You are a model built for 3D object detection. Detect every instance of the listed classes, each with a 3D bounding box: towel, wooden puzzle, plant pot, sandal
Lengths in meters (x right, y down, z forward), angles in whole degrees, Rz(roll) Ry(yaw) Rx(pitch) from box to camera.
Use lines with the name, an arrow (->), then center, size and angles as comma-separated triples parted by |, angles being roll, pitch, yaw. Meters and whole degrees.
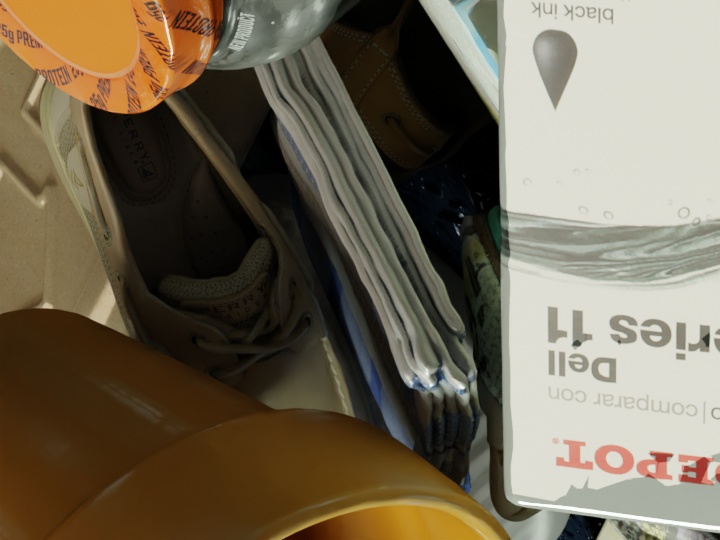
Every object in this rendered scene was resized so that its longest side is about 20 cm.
towel -> 0.000, 0.000, 0.900 | 0.200, 0.024, 0.147 | 84, 162, -73
wooden puzzle -> -0.129, -0.058, 1.064 | 0.200, 0.046, 0.186 | 41, 117, 28
plant pot -> -0.077, 0.110, 0.889 | 0.183, 0.200, 0.201 | 38, 152, 40
sandal -> 0.004, -0.068, 0.939 | 0.082, 0.055, 0.200 | 48, 152, -1

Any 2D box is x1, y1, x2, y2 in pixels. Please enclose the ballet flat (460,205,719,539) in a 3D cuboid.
ballet flat -> 0.082, 0.073, 0.874 | 0.201, 0.072, 0.072 | 50, 153, 8

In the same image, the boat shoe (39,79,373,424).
boat shoe -> -0.051, 0.010, 0.962 | 0.201, 0.072, 0.065 | 63, 172, -12

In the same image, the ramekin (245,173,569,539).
ramekin -> -0.021, 0.072, 1.100 | 0.200, 0.105, 0.201 | 35, 150, 23

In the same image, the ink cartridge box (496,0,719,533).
ink cartridge box -> 0.112, -0.033, 0.691 | 0.146, 0.083, 0.201 | 5, 118, 17

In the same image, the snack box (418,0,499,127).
snack box -> 0.072, -0.035, 0.826 | 0.200, 0.037, 0.116 | 55, -178, -31

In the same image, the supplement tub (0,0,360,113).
supplement tub -> -0.017, -0.137, 0.724 | 0.122, 0.200, 0.123 | 35, 150, 24
